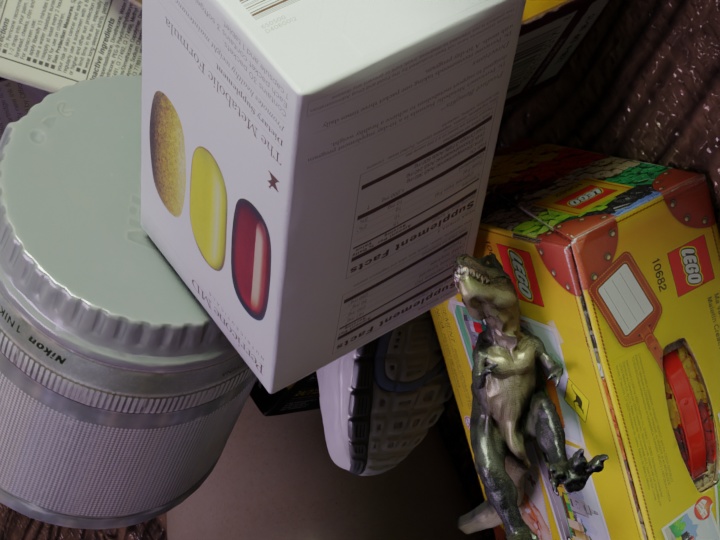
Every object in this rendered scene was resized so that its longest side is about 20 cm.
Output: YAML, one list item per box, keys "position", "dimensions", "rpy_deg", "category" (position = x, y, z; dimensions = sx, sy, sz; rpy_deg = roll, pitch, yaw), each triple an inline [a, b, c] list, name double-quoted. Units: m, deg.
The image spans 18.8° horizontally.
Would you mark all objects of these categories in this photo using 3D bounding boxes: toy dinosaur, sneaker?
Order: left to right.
- position: [0.000, 0.000, 1.070]
  dimensions: [0.087, 0.074, 0.201]
  rpy_deg: [-2, 85, 45]
  category: "sneaker"
- position: [0.069, 0.079, 0.962]
  dimensions: [0.200, 0.047, 0.088]
  rpy_deg: [89, 162, -45]
  category: "toy dinosaur"

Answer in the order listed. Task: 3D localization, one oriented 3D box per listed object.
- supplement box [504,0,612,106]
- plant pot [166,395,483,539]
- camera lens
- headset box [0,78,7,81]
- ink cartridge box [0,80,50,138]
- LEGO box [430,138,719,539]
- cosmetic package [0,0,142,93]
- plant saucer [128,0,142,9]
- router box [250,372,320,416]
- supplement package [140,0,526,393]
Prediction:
- position: [0.021, -0.173, 0.955]
  dimensions: [0.200, 0.085, 0.110]
  rpy_deg: [59, 156, 12]
  category: "supplement box"
- position: [-0.037, 0.092, 1.263]
  dimensions: [0.187, 0.187, 0.201]
  rpy_deg: [140, 120, -66]
  category: "plant pot"
- position: [-0.123, 0.021, 1.072]
  dimensions: [0.160, 0.160, 0.200]
  rpy_deg: [55, 146, 21]
  category: "camera lens"
- position: [-0.221, -0.189, 1.287]
  dimensions: [0.077, 0.199, 0.149]
  rpy_deg: [-79, -25, -75]
  category: "headset box"
- position: [-0.246, -0.111, 1.440]
  dimensions: [0.125, 0.200, 0.129]
  rpy_deg: [20, 131, 59]
  category: "ink cartridge box"
- position: [0.108, 0.051, 1.004]
  dimensions: [0.149, 0.077, 0.201]
  rpy_deg: [19, 130, 59]
  category: "LEGO box"
- position: [-0.161, -0.150, 1.092]
  dimensions: [0.087, 0.199, 0.104]
  rpy_deg: [-112, 42, -72]
  category: "cosmetic package"
- position: [-0.090, -0.211, 0.965]
  dimensions: [0.200, 0.034, 0.201]
  rpy_deg: [30, 134, 38]
  category: "plant saucer"
- position: [-0.043, -0.048, 1.168]
  dimensions: [0.157, 0.052, 0.200]
  rpy_deg: [-49, 64, 29]
  category: "router box"
- position: [-0.018, -0.063, 0.899]
  dimensions: [0.114, 0.109, 0.200]
  rpy_deg: [50, 153, 27]
  category: "supplement package"
